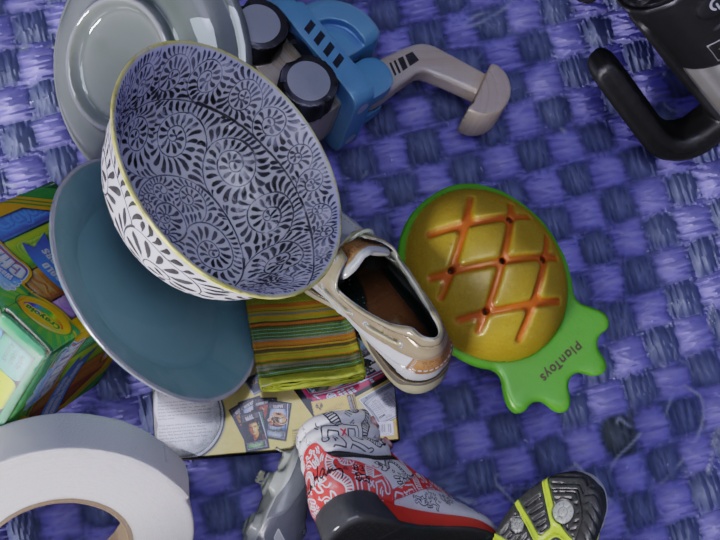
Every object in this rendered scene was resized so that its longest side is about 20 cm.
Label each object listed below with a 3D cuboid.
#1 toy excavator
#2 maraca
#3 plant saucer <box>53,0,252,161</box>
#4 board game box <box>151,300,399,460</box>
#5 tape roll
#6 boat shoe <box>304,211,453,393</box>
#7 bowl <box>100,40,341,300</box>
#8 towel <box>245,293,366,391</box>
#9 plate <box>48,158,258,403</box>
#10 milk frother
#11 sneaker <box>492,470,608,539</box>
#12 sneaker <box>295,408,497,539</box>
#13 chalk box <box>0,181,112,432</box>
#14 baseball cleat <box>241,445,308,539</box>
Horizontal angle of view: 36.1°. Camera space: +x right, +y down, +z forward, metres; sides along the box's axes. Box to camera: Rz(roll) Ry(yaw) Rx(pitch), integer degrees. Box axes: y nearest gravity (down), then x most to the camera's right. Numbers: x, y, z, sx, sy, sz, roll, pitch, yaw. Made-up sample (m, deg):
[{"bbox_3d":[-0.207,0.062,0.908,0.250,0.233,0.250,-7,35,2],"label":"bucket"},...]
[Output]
[{"bbox_3d":[0.006,-0.167,0.933,0.199,0.100,0.195,-36,79,-25],"label":"toy excavator"},{"bbox_3d":[0.115,0.021,0.893,0.137,0.107,0.201,-40,86,-13],"label":"maraca"},{"bbox_3d":[-0.180,-0.162,0.880,0.197,0.050,0.205,4,99,27],"label":"plant saucer"},{"bbox_3d":[-0.071,0.079,0.902,0.196,0.035,0.138,-3,79,-5],"label":"board game box"},{"bbox_3d":[-0.218,0.189,0.797,0.199,0.205,0.037,-14,40,-8],"label":"tape roll"},{"bbox_3d":[0.000,0.000,0.848,0.074,0.069,0.200,-36,68,-24],"label":"boat shoe"},{"bbox_3d":[-0.116,-0.053,0.800,0.199,0.094,0.204,26,47,-32],"label":"bowl"},{"bbox_3d":[-0.055,0.002,0.890,0.084,0.018,0.203,-5,59,-15],"label":"towel"},{"bbox_3d":[-0.153,0.009,0.818,0.025,0.199,0.203,-31,82,28],"label":"plate"},{"bbox_3d":[0.289,-0.221,0.949,0.188,0.179,0.203,39,42,-31],"label":"milk frother"},{"bbox_3d":[0.138,0.245,0.850,0.075,0.076,0.203,30,103,38],"label":"sneaker"},{"bbox_3d":[0.032,0.167,0.852,0.067,0.200,0.109,-43,48,24],"label":"sneaker"},{"bbox_3d":[-0.260,0.042,0.795,0.124,0.200,0.125,41,117,3],"label":"chalk box"},{"bbox_3d":[-0.057,0.243,0.861,0.105,0.070,0.203,23,89,-6],"label":"baseball cleat"}]
